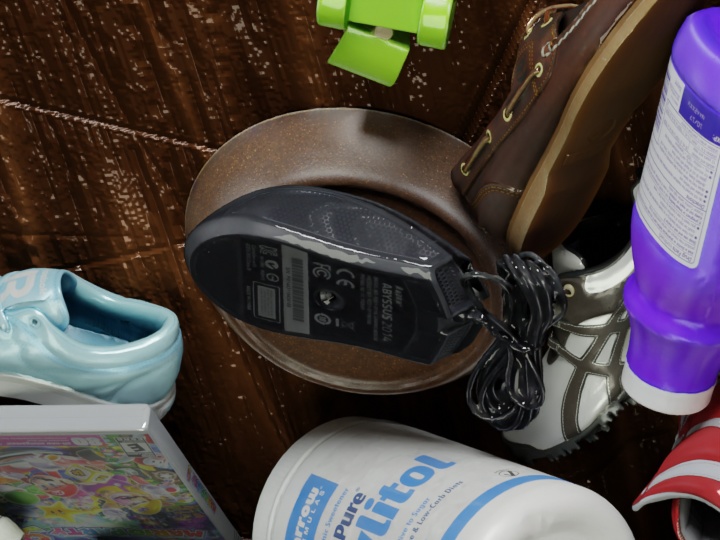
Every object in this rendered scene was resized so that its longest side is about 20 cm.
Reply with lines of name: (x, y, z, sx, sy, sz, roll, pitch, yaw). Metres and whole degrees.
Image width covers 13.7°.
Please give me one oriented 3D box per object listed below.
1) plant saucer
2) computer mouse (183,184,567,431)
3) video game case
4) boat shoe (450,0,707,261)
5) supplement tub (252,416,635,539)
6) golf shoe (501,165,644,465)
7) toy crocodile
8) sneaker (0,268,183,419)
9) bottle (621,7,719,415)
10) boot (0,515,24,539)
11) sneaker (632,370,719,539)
plant saucer: (0.000, 0.000, 1.602, 0.199, 0.035, 0.201, 8, 135, 8)
computer mouse: (0.009, 0.004, 1.537, 0.199, 0.053, 0.139, 17, 144, 7)
video game case: (-0.160, 0.126, 1.725, 0.142, 0.018, 0.200, -1, 153, 14)
boat shoe: (0.101, -0.092, 1.466, 0.070, 0.070, 0.200, 49, 131, 22)
supplement tub: (0.045, 0.159, 1.613, 0.200, 0.132, 0.132, 14, 149, 54)
golf shoe: (0.124, 0.019, 1.568, 0.094, 0.078, 0.200, 35, 122, -13)
toy crocodile: (0.018, -0.170, 1.424, 0.067, 0.062, 0.201, 10, 130, 4)
sneaker: (-0.192, 0.023, 1.650, 0.199, 0.074, 0.082, 11, 131, -10)
bottle: (0.169, -0.024, 1.448, 0.065, 0.084, 0.201, -2, 123, -20)
boot: (-0.284, 0.163, 1.770, 0.144, 0.073, 0.200, 35, 151, -9)
sneaker: (0.184, 0.103, 1.549, 0.071, 0.113, 0.200, 33, 168, 1)
